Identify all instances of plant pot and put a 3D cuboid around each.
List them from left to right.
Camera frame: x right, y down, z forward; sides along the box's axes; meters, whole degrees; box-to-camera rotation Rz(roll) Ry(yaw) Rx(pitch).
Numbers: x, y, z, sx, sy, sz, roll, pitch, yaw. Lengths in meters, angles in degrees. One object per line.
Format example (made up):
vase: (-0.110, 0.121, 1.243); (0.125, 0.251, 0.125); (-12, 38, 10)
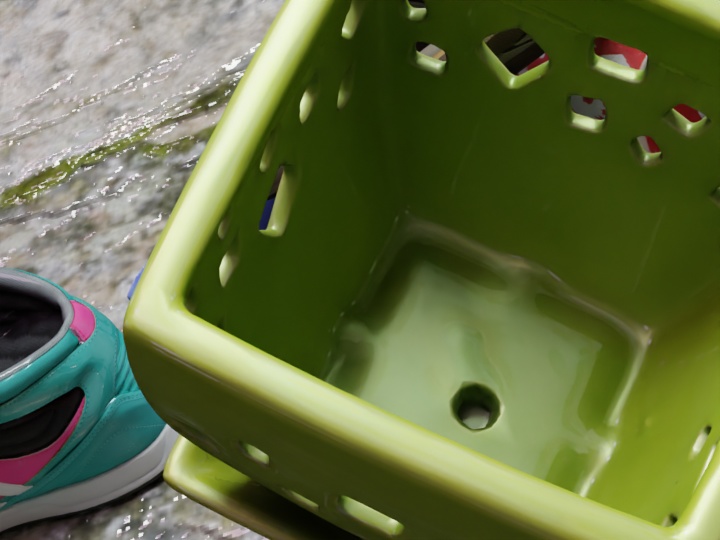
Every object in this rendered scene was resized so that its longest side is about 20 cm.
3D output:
plant pot: (0.045, 0.016, 0.827); (0.198, 0.182, 0.201); (25, 64, 7)

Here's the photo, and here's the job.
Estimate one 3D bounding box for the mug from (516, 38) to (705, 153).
mug: (0.098, -0.108, 1.048); (0.133, 0.179, 0.200); (-4, 32, -33)

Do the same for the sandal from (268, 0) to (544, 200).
sandal: (0.009, -0.083, 0.968); (0.199, 0.054, 0.080); (-27, -3, 35)

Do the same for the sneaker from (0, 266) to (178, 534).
sneaker: (-0.181, 0.064, 0.987); (0.199, 0.121, 0.084); (-25, 39, 2)

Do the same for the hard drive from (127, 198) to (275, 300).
hard drive: (0.000, 0.000, 1.009); (0.200, 0.025, 0.132); (31, 81, 46)
